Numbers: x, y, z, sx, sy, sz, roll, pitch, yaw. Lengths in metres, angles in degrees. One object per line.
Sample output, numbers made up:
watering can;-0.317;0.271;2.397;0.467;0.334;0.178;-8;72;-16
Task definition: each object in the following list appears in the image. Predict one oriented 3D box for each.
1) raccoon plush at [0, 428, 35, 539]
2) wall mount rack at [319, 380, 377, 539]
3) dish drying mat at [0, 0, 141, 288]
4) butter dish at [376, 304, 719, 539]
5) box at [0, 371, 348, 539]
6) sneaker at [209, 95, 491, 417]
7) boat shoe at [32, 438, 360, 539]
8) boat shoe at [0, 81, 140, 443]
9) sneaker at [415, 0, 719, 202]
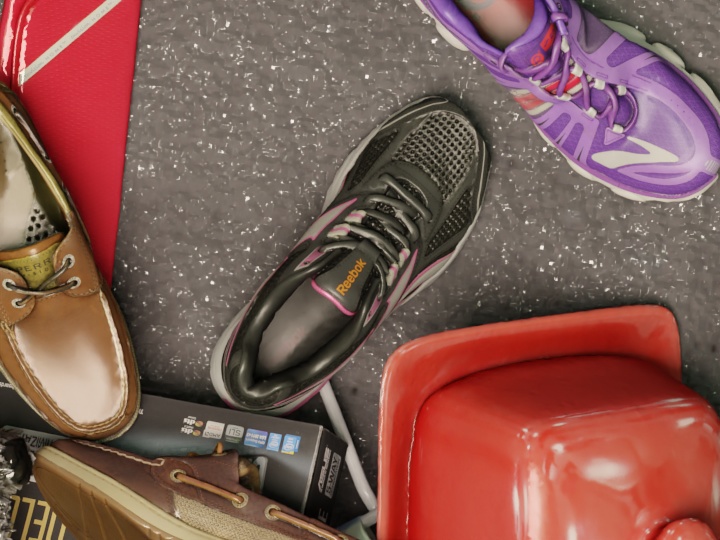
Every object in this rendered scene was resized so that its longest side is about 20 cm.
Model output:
raccoon plush;-0.216;0.148;1.252;0.096;0.200;0.134;-2;93;-11
wall mount rack;-0.038;0.149;1.320;0.200;0.075;0.174;-29;99;10
dish drying mat;-0.163;-0.055;1.307;0.077;0.018;0.201;3;101;-24
butter dish;0.119;0.131;1.224;0.200;0.148;0.200;-6;103;-35
box;-0.121;0.145;1.286;0.199;0.050;0.158;10;78;20
sneaker;0.000;0.000;1.268;0.080;0.086;0.200;34;90;-3
boat shoe;-0.074;0.126;1.222;0.200;0.072;0.072;21;142;30
boat shoe;-0.171;-0.002;1.246;0.072;0.068;0.200;-26;92;-8
sneaker;0.101;-0.102;1.250;0.200;0.083;0.081;36;102;-2
